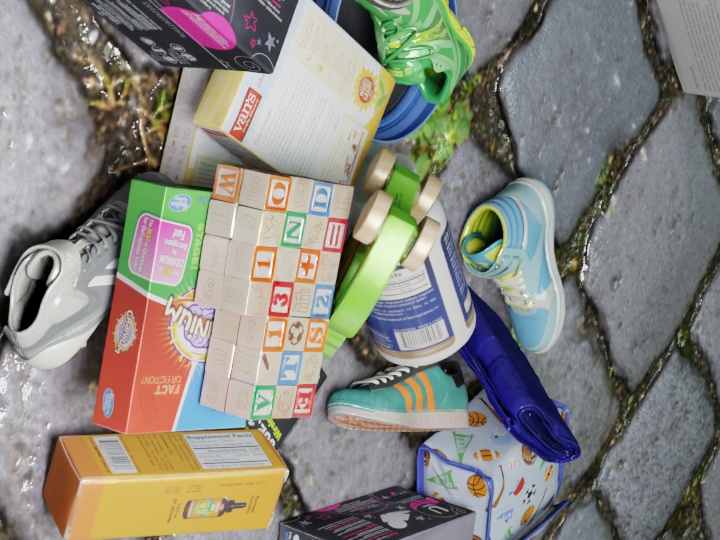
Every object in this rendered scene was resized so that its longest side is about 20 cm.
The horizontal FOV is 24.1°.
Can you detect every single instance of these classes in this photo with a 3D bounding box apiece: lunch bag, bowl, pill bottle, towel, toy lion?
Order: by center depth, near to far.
[{"bbox_3d":[0.000,0.000,1.504,0.193,0.068,0.200,-60,-173,19],"label":"toy lion"},{"bbox_3d":[0.022,-0.227,1.643,0.200,0.039,0.203,-20,115,-48],"label":"bowl"},{"bbox_3d":[0.040,-0.013,1.671,0.111,0.110,0.201,-47,134,-33],"label":"pill bottle"},{"bbox_3d":[0.152,0.111,1.806,0.049,0.201,0.148,-36,141,9],"label":"towel"},{"bbox_3d":[0.149,0.253,1.888,0.170,0.123,0.202,-33,137,-42],"label":"lunch bag"}]

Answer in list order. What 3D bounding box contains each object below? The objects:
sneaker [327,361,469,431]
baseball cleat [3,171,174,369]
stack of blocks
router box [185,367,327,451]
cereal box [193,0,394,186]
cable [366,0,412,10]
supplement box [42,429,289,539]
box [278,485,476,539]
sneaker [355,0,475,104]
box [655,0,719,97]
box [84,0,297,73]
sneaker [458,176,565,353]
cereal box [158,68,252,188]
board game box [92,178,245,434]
[{"bbox_3d":[0.038,0.125,1.754,0.199,0.071,0.081,8,76,-48],"label":"sneaker"},{"bbox_3d":[-0.215,-0.013,1.364,0.201,0.069,0.107,-59,160,-22],"label":"baseball cleat"},{"bbox_3d":[-0.078,0.019,1.399,0.115,0.058,0.202,4,98,-54],"label":"stack of blocks"},{"bbox_3d":[-0.125,0.088,1.528,0.150,0.062,0.201,-55,137,-25],"label":"router box"},{"bbox_3d":[-0.054,-0.151,1.489,0.200,0.039,0.145,36,73,-52],"label":"cereal box"},{"bbox_3d":[-0.038,-0.290,1.471,0.200,0.050,0.097,41,73,-6],"label":"cable"},{"bbox_3d":[-0.165,0.182,1.444,0.198,0.069,0.067,3,120,-31],"label":"supplement box"},{"bbox_3d":[0.017,0.316,1.736,0.199,0.114,0.134,-8,106,-50],"label":"box"},{"bbox_3d":[0.048,-0.221,1.585,0.200,0.073,0.084,38,67,-50],"label":"sneaker"},{"bbox_3d":[0.494,-0.346,2.104,0.200,0.170,0.201,-54,138,-27],"label":"box"},{"bbox_3d":[-0.151,-0.255,1.324,0.200,0.131,0.116,38,67,-50],"label":"box"},{"bbox_3d":[0.160,0.007,1.861,0.130,0.079,0.202,-23,108,-49],"label":"sneaker"},{"bbox_3d":[-0.107,-0.139,1.503,0.143,0.039,0.202,15,88,-54],"label":"cereal box"},{"bbox_3d":[-0.141,0.031,1.402,0.152,0.040,0.202,2,99,-54],"label":"board game box"}]
